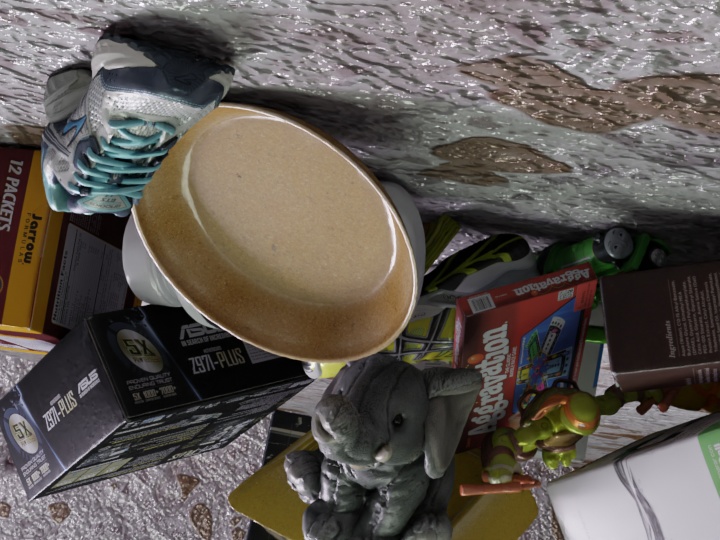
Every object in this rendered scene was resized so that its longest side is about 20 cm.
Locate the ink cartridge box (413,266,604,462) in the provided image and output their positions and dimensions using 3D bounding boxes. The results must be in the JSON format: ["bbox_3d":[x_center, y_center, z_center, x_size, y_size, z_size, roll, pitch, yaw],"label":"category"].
[{"bbox_3d":[0.095,0.083,1.358,0.145,0.148,0.200,19,167,-37],"label":"ink cartridge box"}]

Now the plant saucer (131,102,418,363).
[{"bbox_3d":[-0.050,-0.028,0.937,0.200,0.035,0.200,17,135,18],"label":"plant saucer"}]

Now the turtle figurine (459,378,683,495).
[{"bbox_3d":[0.138,0.120,1.123,0.200,0.064,0.161,-27,170,-19],"label":"turtle figurine"}]

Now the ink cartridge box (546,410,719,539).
[{"bbox_3d":[0.253,0.147,1.066,0.146,0.084,0.200,-16,172,-41],"label":"ink cartridge box"}]

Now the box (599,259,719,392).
[{"bbox_3d":[0.266,0.032,1.012,0.200,0.075,0.100,-9,167,11],"label":"box"}]

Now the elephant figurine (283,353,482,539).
[{"bbox_3d":[0.021,0.106,1.057,0.141,0.155,0.200,-6,134,-11],"label":"elephant figurine"}]

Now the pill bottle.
[{"bbox_3d":[-0.065,-0.011,1.067,0.200,0.112,0.111,3,169,28],"label":"pill bottle"}]

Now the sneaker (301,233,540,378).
[{"bbox_3d":[0.048,0.046,1.145,0.200,0.076,0.075,-23,-163,16],"label":"sneaker"}]

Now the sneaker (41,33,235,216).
[{"bbox_3d":[-0.129,-0.072,0.842,0.077,0.087,0.200,13,170,-23],"label":"sneaker"}]

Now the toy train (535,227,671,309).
[{"bbox_3d":[0.166,0.001,1.142,0.056,0.042,0.200,30,161,-11],"label":"toy train"}]

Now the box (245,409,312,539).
[{"bbox_3d":[0.000,0.245,1.360,0.196,0.200,0.124,10,168,4],"label":"box"}]

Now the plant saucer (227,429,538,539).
[{"bbox_3d":[0.028,0.171,1.202,0.200,0.049,0.200,25,-154,19],"label":"plant saucer"}]

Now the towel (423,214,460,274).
[{"bbox_3d":[0.000,0.000,1.180,0.018,0.086,0.200,47,157,-17],"label":"towel"}]

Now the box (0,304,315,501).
[{"bbox_3d":[-0.158,0.093,1.189,0.200,0.086,0.164,-11,159,-43],"label":"box"}]

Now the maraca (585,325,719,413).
[{"bbox_3d":[0.249,0.055,1.177,0.200,0.107,0.137,4,176,34],"label":"maraca"}]

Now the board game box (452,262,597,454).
[{"bbox_3d":[0.119,0.071,1.146,0.103,0.019,0.200,-15,145,-9],"label":"board game box"}]

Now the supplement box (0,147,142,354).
[{"bbox_3d":[-0.297,-0.014,1.194,0.197,0.133,0.200,6,170,14],"label":"supplement box"}]
